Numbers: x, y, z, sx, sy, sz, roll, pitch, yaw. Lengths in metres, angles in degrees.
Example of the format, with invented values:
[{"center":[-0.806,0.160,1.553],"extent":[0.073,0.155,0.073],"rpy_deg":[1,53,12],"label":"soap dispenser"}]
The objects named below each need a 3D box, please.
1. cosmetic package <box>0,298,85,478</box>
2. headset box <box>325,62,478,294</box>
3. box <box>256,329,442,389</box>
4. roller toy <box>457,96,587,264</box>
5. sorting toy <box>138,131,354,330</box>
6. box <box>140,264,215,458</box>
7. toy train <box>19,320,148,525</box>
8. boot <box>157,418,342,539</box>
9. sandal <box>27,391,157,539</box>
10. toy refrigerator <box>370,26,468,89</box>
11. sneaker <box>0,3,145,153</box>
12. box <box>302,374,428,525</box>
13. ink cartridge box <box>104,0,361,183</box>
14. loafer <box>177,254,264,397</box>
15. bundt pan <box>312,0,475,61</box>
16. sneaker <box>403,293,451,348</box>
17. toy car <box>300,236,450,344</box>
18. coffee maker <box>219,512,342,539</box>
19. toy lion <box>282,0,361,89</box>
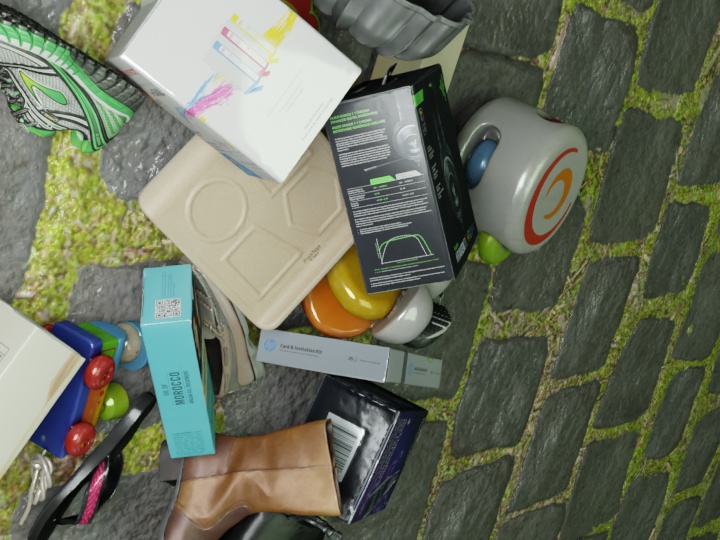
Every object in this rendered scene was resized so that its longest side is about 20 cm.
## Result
[{"center":[-0.344,0.126,0.903],"extent":[0.201,0.105,0.071],"rpy_deg":[-55,142,-10],"label":"cosmetic package"},{"center":[0.044,-0.103,1.036],"extent":[0.174,0.092,0.202],"rpy_deg":[-50,128,-68],"label":"headset box"},{"center":[-0.007,0.103,1.198],"extent":[0.200,0.155,0.042],"rpy_deg":[24,75,-67],"label":"box"},{"center":[0.200,-0.129,1.369],"extent":[0.200,0.139,0.183],"rpy_deg":[-40,146,-31],"label":"roller toy"},{"center":[-0.098,-0.068,1.049],"extent":[0.185,0.036,0.200],"rpy_deg":[-48,119,-10],"label":"sorting toy"},{"center":[-0.183,0.095,1.058],"extent":[0.049,0.083,0.201],"rpy_deg":[-5,133,-4],"label":"box"},{"center":[-0.275,0.143,1.023],"extent":[0.116,0.084,0.201],"rpy_deg":[-13,125,-65],"label":"toy train"},{"center":[-0.115,0.264,1.125],"extent":[0.069,0.198,0.190],"rpy_deg":[59,27,-67],"label":"boot"},{"center":[-0.262,0.209,1.039],"extent":[0.200,0.045,0.075],"rpy_deg":[-49,-179,5],"label":"sandal"},{"center":[0.055,-0.218,1.213],"extent":[0.076,0.070,0.202],"rpy_deg":[3,107,-57],"label":"toy refrigerator"},{"center":[-0.270,-0.157,0.860],"extent":[0.200,0.078,0.086],"rpy_deg":[31,94,-48],"label":"sneaker"},{"center":[-0.005,0.217,1.292],"extent":[0.149,0.104,0.200],"rpy_deg":[-66,164,0],"label":"box"},{"center":[-0.126,-0.189,0.921],"extent":[0.200,0.128,0.126],"rpy_deg":[37,85,-21],"label":"ink cartridge box"},{"center":[-0.158,0.064,1.117],"extent":[0.063,0.072,0.201],"rpy_deg":[-38,138,-20],"label":"loafer"},{"center":[0.015,-0.285,1.046],"extent":[0.201,0.202,0.076],"rpy_deg":[0,138,-49],"label":"bundt pan"},{"center":[0.068,0.067,1.313],"extent":[0.080,0.073,0.200],"rpy_deg":[-64,-179,15],"label":"sneaker"},{"center":[0.000,0.000,1.205],"extent":[0.150,0.175,0.200],"rpy_deg":[-40,-170,40],"label":"toy car"},{"center":[-0.139,0.343,1.189],"extent":[0.134,0.192,0.201],"rpy_deg":[33,79,-10],"label":"coffee maker"},{"center":[-0.102,-0.193,1.056],"extent":[0.191,0.068,0.201],"rpy_deg":[33,83,-45],"label":"toy lion"}]
